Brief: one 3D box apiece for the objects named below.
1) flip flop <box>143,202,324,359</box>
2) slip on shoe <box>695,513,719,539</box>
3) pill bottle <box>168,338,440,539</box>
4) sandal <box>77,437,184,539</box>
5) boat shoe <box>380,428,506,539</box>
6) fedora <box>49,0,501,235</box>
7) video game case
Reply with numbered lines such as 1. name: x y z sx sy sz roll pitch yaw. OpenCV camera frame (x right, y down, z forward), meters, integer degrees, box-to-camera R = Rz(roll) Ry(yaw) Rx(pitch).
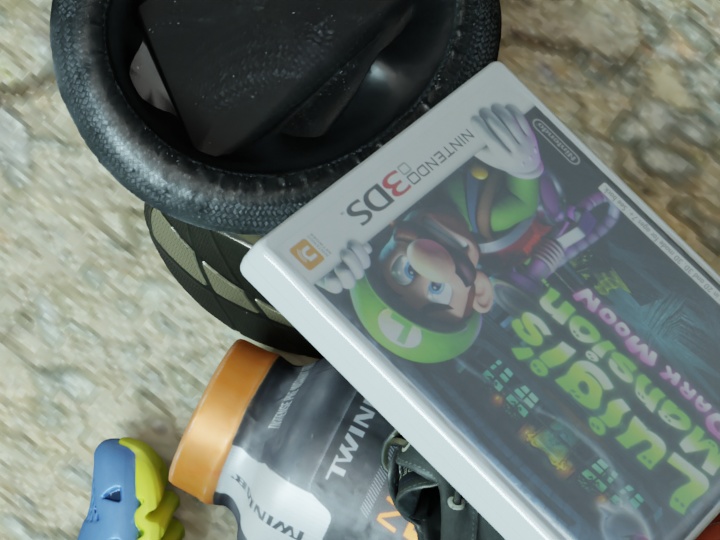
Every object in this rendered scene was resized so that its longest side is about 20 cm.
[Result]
1. flip flop: 0.000 0.000 1.297 0.199 0.081 0.058 15 59 8
2. slip on shoe: 0.159 0.116 1.207 0.199 0.074 0.061 -8 42 -29
3. pill bottle: 0.019 0.104 1.269 0.199 0.106 0.107 26 88 4
4. sandal: -0.126 0.172 1.290 0.087 0.079 0.201 8 86 7
5. boat shoe: 0.039 0.085 1.181 0.056 0.069 0.201 0 60 -13
6. fedora: -0.041 -0.101 1.285 0.199 0.092 0.202 2 79 -10
7. video game case: 0.075 0.023 1.175 0.200 0.023 0.182 45 45 6
